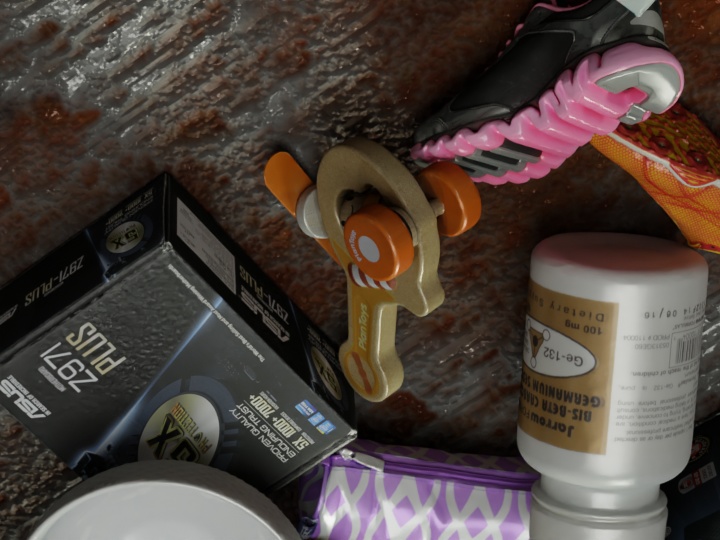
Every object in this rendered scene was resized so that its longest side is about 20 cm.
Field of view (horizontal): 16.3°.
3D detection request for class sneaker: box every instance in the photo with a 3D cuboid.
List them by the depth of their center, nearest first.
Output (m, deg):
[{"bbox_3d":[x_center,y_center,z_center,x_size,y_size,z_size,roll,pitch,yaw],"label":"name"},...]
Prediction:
[{"bbox_3d":[0.111,-0.119,1.545,0.200,0.095,0.079,-24,151,37],"label":"sneaker"},{"bbox_3d":[0.215,-0.048,1.599,0.200,0.073,0.077,29,127,-18],"label":"sneaker"}]

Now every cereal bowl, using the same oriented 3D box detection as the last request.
[{"bbox_3d":[-0.122,0.207,1.619,0.200,0.083,0.200,1,110,4],"label":"cereal bowl"}]

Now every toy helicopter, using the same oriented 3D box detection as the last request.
[{"bbox_3d":[0.000,0.000,1.599,0.079,0.132,0.200,-34,142,-34],"label":"toy helicopter"}]

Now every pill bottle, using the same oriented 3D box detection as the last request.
[{"bbox_3d":[0.159,0.083,1.622,0.114,0.114,0.200,2,104,-5],"label":"pill bottle"}]

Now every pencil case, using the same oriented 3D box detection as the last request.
[{"bbox_3d":[0.052,0.152,1.708,0.200,0.084,0.086,8,132,-14],"label":"pencil case"}]

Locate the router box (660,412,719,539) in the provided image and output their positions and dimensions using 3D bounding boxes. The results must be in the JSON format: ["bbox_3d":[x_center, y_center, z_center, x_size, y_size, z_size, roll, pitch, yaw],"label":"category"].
[{"bbox_3d":[0.265,0.166,1.662,0.150,0.200,0.062,-30,116,14],"label":"router box"}]

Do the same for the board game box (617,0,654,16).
[{"bbox_3d":[0.091,-0.248,1.411,0.200,0.148,0.064,31,115,-22],"label":"board game box"}]

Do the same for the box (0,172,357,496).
[{"bbox_3d":[-0.126,0.064,1.637,0.164,0.086,0.200,-33,120,17],"label":"box"}]
